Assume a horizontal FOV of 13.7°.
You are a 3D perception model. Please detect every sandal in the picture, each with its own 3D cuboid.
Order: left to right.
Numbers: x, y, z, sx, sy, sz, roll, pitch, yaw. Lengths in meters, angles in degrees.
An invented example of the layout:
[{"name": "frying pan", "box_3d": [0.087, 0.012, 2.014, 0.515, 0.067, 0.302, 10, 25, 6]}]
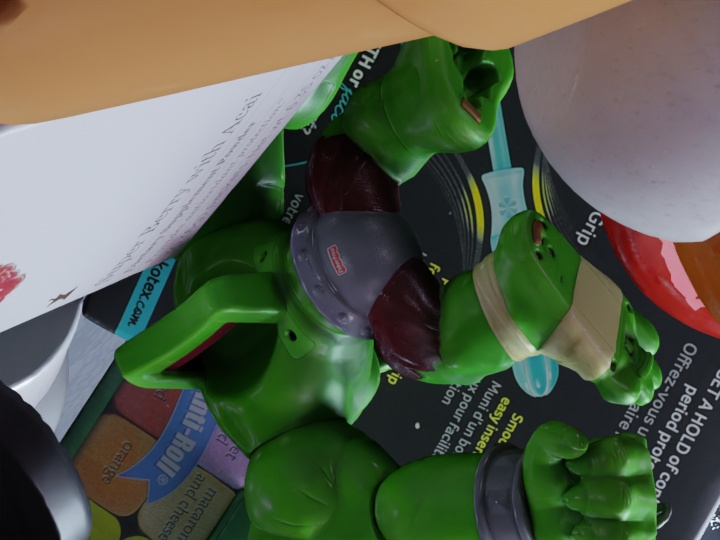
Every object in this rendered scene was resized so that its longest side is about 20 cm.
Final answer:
[{"name": "sandal", "box_3d": [-0.146, 0.026, 0.794, 0.045, 0.200, 0.075, -38, 132, -21]}]

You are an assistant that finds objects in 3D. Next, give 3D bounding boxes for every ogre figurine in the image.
[{"name": "ogre figurine", "box_3d": [0.000, 0.000, 0.817, 0.120, 0.201, 0.098, -29, 179, 26]}]

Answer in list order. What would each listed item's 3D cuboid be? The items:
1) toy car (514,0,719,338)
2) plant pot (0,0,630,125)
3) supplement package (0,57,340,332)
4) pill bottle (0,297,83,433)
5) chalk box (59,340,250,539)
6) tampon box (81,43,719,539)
[{"name": "toy car", "box_3d": [0.107, -0.061, 0.699, 0.174, 0.201, 0.150, 2, 142, -16]}, {"name": "plant pot", "box_3d": [-0.038, -0.118, 0.565, 0.139, 0.201, 0.200, -25, 174, 23]}, {"name": "supplement package", "box_3d": [-0.115, -0.052, 0.703, 0.200, 0.120, 0.121, -25, 163, -47]}, {"name": "pill bottle", "box_3d": [-0.156, 0.045, 0.967, 0.109, 0.110, 0.200, -31, 166, -31]}, {"name": "chalk box", "box_3d": [-0.055, 0.099, 1.010, 0.125, 0.124, 0.200, -56, 179, -2]}, {"name": "tampon box", "box_3d": [0.037, -0.018, 0.934, 0.150, 0.199, 0.126, -62, -175, 12]}]
